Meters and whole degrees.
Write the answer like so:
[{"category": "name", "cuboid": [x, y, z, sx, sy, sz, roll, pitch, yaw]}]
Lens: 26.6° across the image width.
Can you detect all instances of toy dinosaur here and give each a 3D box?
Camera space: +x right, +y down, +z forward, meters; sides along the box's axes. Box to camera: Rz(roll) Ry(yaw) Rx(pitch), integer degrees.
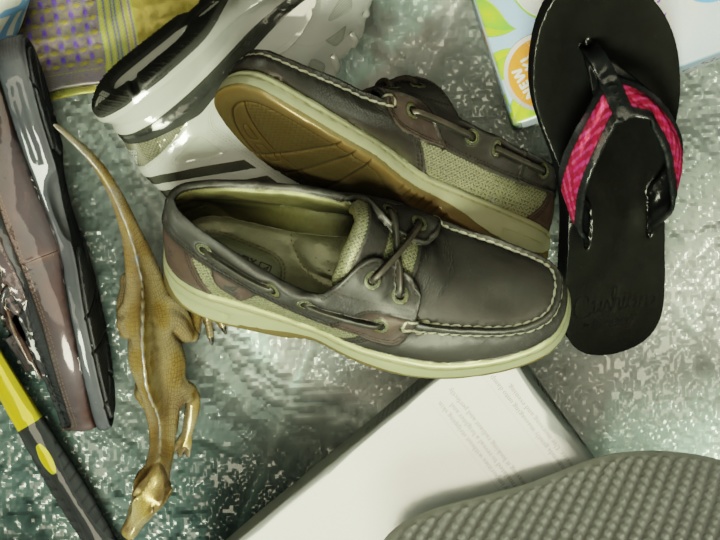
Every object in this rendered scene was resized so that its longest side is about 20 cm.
[{"category": "toy dinosaur", "cuboid": [-0.103, 0.026, 0.757, 0.057, 0.101, 0.203, -8, 92, 2]}]

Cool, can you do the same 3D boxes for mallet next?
[{"category": "mallet", "cuboid": [-0.186, 0.079, 0.800, 0.065, 0.041, 0.202, -23, 94, 4]}]

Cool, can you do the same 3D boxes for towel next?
[{"category": "towel", "cuboid": [-0.148, -0.187, 0.795, 0.141, 0.023, 0.203, -6, 91, 4]}]

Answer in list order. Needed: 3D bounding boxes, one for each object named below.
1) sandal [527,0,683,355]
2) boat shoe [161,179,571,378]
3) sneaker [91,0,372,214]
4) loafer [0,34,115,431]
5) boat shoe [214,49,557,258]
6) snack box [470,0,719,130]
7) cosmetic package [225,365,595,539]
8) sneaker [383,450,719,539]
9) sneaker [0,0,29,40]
[{"category": "sandal", "cuboid": [0.125, -0.045, 0.732, 0.074, 0.045, 0.203, -11, 115, -7]}, {"category": "boat shoe", "cuboid": [0.000, -0.001, 0.708, 0.198, 0.066, 0.073, 10, 62, 9]}, {"category": "sneaker", "cuboid": [-0.030, -0.102, 0.778, 0.200, 0.076, 0.116, -40, 118, -10]}, {"category": "loafer", "cuboid": [-0.171, -0.013, 0.763, 0.062, 0.072, 0.203, -12, 101, -3]}, {"category": "boat shoe", "cuboid": [0.018, -0.062, 0.741, 0.199, 0.073, 0.066, 28, 71, -34]}, {"category": "snack box", "cuboid": [0.148, -0.171, 0.761, 0.197, 0.053, 0.144, -18, 89, 4]}, {"category": "cosmetic package", "cuboid": [0.022, 0.133, 0.765, 0.199, 0.081, 0.113, -38, 89, 5]}, {"category": "sneaker", "cuboid": [0.103, 0.140, 0.699, 0.197, 0.074, 0.083, -7, 128, -6]}, {"category": "sneaker", "cuboid": [-0.179, -0.174, 0.751, 0.071, 0.072, 0.201, 32, 94, 1]}]
